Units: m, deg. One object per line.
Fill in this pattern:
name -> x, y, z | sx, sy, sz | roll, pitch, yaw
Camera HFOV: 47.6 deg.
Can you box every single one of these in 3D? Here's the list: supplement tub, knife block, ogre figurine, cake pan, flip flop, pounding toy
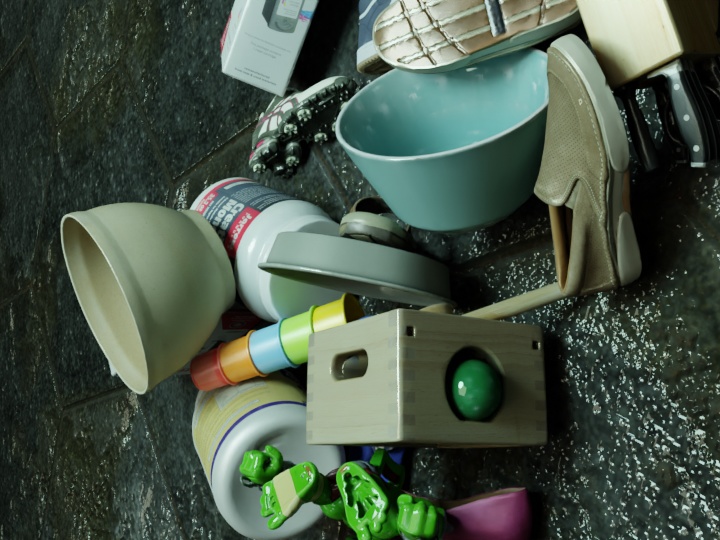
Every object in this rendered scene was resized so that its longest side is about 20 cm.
supplement tub -> -0.110, 0.189, 0.912 | 0.200, 0.143, 0.148 | -146, 67, -65
knife block -> 0.203, -0.172, 0.587 | 0.063, 0.199, 0.178 | -22, 41, 45
ogre figurine -> -0.001, 0.202, 0.713 | 0.197, 0.119, 0.100 | -16, 59, 30
cake pan -> 0.000, 0.000, 0.788 | 0.198, 0.198, 0.038 | 6, 83, 49
flip flop -> 0.017, -0.047, 0.804 | 0.079, 0.200, 0.059 | 6, 87, 6
supplement tub -> -0.108, -0.023, 0.960 | 0.199, 0.139, 0.143 | 24, 105, 48
pounding toy -> 0.077, 0.080, 0.714 | 0.199, 0.181, 0.145 | -21, 65, 56

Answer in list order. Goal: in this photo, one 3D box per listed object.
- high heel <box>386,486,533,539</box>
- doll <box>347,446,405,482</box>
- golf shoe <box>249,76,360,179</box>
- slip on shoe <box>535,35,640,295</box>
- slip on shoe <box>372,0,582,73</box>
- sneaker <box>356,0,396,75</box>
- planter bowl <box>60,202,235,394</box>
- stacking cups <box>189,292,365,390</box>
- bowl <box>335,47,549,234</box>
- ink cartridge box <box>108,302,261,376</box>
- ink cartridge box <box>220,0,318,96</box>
high heel -> 0.067, 0.213, 0.768 | 0.197, 0.067, 0.098 | 15, 107, 25
doll -> 0.023, 0.161, 0.857 | 0.135, 0.048, 0.204 | 14, 100, 46
golf shoe -> -0.075, -0.192, 0.989 | 0.199, 0.076, 0.090 | -29, 58, 44
slip on shoe -> 0.162, -0.071, 0.618 | 0.076, 0.060, 0.203 | -108, -1, -60
slip on shoe -> 0.108, -0.222, 0.729 | 0.197, 0.060, 0.078 | -13, 86, 24
sneaker -> 0.062, -0.280, 0.837 | 0.198, 0.069, 0.111 | -8, 82, 52
planter bowl -> -0.220, 0.013, 0.888 | 0.199, 0.133, 0.203 | 36, 139, 40
stacking cups -> -0.088, 0.084, 0.867 | 0.197, 0.060, 0.062 | -21, 69, 22
bowl -> 0.085, -0.109, 0.726 | 0.200, 0.200, 0.106 | 28, 147, 47
ink cartridge box -> -0.240, 0.066, 1.103 | 0.199, 0.142, 0.085 | -38, 59, 41
ink cartridge box -> -0.100, -0.336, 0.988 | 0.148, 0.084, 0.203 | -108, 38, -60
